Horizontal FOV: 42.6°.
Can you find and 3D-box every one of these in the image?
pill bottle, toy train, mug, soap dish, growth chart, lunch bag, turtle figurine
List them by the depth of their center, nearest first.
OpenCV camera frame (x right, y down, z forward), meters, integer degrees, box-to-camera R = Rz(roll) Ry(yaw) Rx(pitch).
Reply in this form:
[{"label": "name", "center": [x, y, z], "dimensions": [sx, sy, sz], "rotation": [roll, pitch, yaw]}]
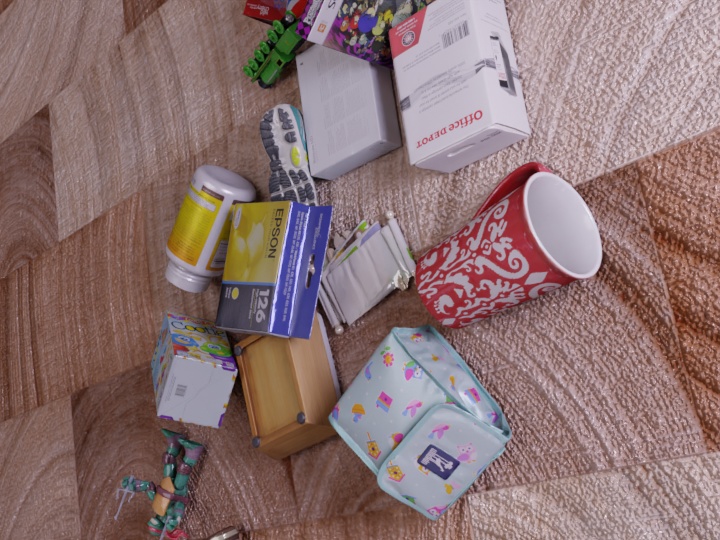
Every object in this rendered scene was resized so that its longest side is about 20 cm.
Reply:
[{"label": "mug", "center": [0.181, -0.024, 1.130], "dimensions": [0.134, 0.178, 0.200], "rotation": [50, 132, -8]}, {"label": "lunch bag", "center": [0.081, 0.197, 1.184], "dimensions": [0.200, 0.122, 0.171], "rotation": [49, 116, 27]}, {"label": "growth chart", "center": [0.000, 0.000, 1.353], "dimensions": [0.200, 0.018, 0.146], "rotation": [-36, 62, 36]}, {"label": "soap dish", "center": [-0.112, 0.170, 1.400], "dimensions": [0.157, 0.081, 0.201], "rotation": [-30, 66, 38]}, {"label": "toy train", "center": [-0.134, -0.344, 1.463], "dimensions": [0.056, 0.042, 0.200], "rotation": [47, 154, -6]}, {"label": "pill bottle", "center": [-0.258, -0.067, 1.549], "dimensions": [0.109, 0.109, 0.201], "rotation": [41, 113, 39]}, {"label": "turtle figurine", "center": [-0.340, 0.383, 1.591], "dimensions": [0.149, 0.101, 0.201], "rotation": [15, 81, 30]}]

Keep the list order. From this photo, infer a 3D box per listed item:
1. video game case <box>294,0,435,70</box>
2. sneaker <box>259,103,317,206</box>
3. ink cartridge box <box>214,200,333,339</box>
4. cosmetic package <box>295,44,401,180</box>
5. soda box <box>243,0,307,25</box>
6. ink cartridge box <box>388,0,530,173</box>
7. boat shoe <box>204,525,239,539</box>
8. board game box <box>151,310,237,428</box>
[{"label": "video game case", "center": [0.026, -0.374, 1.240], "dimensions": [0.036, 0.199, 0.182], "rotation": [42, 114, 36]}, {"label": "sneaker", "center": [-0.097, -0.157, 1.428], "dimensions": [0.077, 0.080, 0.202], "rotation": [-2, 102, 23]}, {"label": "ink cartridge box", "center": [-0.134, -0.003, 1.370], "dimensions": [0.199, 0.047, 0.199], "rotation": [0, 77, 50]}, {"label": "cosmetic package", "center": [-0.021, -0.255, 1.377], "dimensions": [0.150, 0.051, 0.202], "rotation": [-19, 72, 40]}, {"label": "soda box", "center": [-0.099, -0.416, 1.462], "dimensions": [0.199, 0.063, 0.071], "rotation": [26, 103, 43]}, {"label": "ink cartridge box", "center": [0.127, -0.246, 1.208], "dimensions": [0.146, 0.083, 0.202], "rotation": [-21, 71, 42]}, {"label": "boat shoe", "center": [-0.247, 0.493, 1.515], "dimensions": [0.075, 0.074, 0.203], "rotation": [54, 128, 17]}, {"label": "board game box", "center": [-0.271, 0.156, 1.489], "dimensions": [0.200, 0.102, 0.106], "rotation": [-130, 56, -66]}]
